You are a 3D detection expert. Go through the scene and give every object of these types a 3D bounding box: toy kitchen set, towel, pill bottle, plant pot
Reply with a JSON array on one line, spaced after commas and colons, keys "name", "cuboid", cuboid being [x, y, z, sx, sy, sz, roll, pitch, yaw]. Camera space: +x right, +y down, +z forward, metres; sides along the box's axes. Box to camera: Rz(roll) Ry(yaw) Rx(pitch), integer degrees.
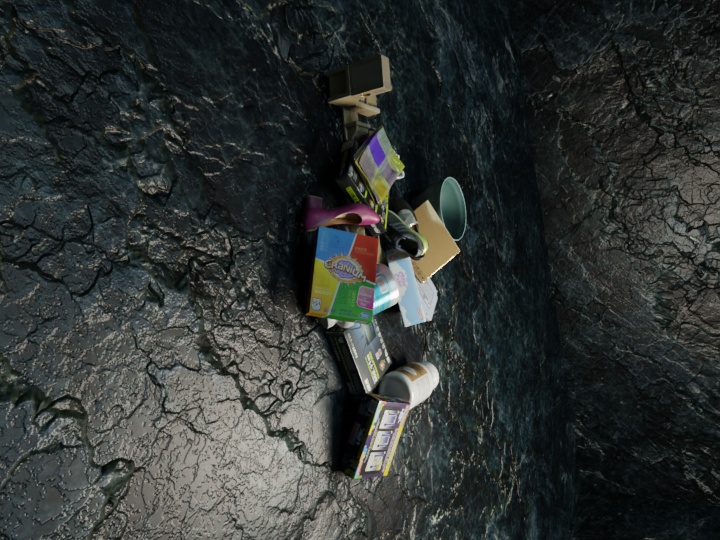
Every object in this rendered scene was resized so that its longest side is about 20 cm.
[{"name": "toy kitchen set", "cuboid": [0.035, -0.443, 1.447, 0.199, 0.178, 0.166, -7, 92, -57]}, {"name": "towel", "cuboid": [0.050, -0.275, 1.414, 0.145, 0.023, 0.201, 59, 40, -25]}, {"name": "pill bottle", "cuboid": [0.146, 0.327, 1.565, 0.199, 0.113, 0.116, -9, 93, -57]}, {"name": "pill bottle", "cuboid": [-0.011, 0.068, 1.322, 0.198, 0.110, 0.112, -24, 107, -23]}, {"name": "plant pot", "cuboid": [0.245, -0.191, 1.770, 0.199, 0.133, 0.204, 13, 74, -55]}]

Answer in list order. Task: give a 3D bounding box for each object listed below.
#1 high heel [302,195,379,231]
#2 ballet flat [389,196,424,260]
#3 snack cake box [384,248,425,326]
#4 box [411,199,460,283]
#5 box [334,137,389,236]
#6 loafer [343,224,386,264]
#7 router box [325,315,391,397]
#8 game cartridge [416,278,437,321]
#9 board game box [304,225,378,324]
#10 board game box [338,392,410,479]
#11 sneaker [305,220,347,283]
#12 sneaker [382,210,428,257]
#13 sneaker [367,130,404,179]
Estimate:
[{"name": "high heel", "cuboid": [-0.046, -0.115, 1.313, 0.197, 0.068, 0.097, 8, 59, -15]}, {"name": "ballet flat", "cuboid": [0.145, -0.120, 1.580, 0.202, 0.067, 0.068, 64, -3, -18]}, {"name": "snack cake box", "cuboid": [0.130, 0.046, 1.578, 0.115, 0.066, 0.203, -91, 166, -72]}, {"name": "box", "cuboid": [0.192, -0.087, 1.650, 0.163, 0.021, 0.201, -39, 109, -6]}, {"name": "box", "cuboid": [0.010, -0.222, 1.432, 0.194, 0.047, 0.201, 55, 25, -32]}, {"name": "loafer", "cuboid": [0.023, -0.069, 1.476, 0.200, 0.067, 0.077, 50, 47, -41]}, {"name": "router box", "cuboid": [0.000, 0.202, 1.407, 0.150, 0.061, 0.202, -45, 123, -48]}, {"name": "game cartridge", "cuboid": [0.186, 0.063, 1.736, 0.201, 0.040, 0.135, 55, 40, -37]}, {"name": "board game box", "cuboid": [-0.040, 0.012, 1.245, 0.151, 0.040, 0.203, 10, 72, -16]}, {"name": "board game box", "cuboid": [0.039, 0.422, 1.394, 0.165, 0.056, 0.203, 25, 84, -54]}, {"name": "sneaker", "cuboid": [-0.081, -0.045, 1.310, 0.083, 0.070, 0.202, 48, 46, -39]}, {"name": "sneaker", "cuboid": [0.099, -0.105, 1.506, 0.075, 0.198, 0.081, -60, 175, 20]}, {"name": "sneaker", "cuboid": [0.069, -0.324, 1.529, 0.200, 0.079, 0.077, 54, 49, -63]}]
